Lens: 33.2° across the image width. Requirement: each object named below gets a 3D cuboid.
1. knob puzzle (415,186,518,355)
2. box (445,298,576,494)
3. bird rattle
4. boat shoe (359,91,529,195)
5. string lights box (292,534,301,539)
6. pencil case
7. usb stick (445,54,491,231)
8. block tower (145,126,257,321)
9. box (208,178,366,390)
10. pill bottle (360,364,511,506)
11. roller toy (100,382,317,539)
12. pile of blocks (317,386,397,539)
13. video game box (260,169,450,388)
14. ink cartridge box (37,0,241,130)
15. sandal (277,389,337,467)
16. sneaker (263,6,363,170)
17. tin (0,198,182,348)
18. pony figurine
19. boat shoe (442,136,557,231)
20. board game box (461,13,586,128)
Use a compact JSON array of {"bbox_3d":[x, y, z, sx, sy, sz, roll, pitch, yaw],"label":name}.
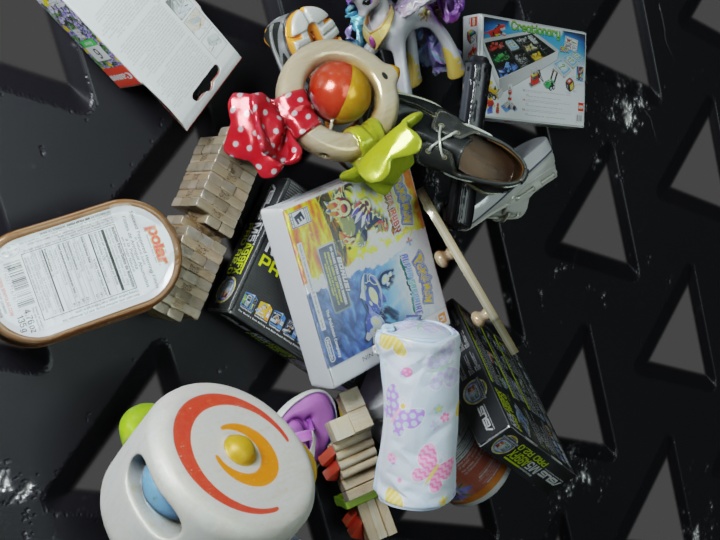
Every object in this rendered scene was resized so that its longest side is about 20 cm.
[{"bbox_3d":[0.102,-0.011,1.361,0.030,0.220,0.220,-30,115,5],"label":"knob puzzle"},{"bbox_3d":[0.163,0.147,1.412,0.044,0.201,0.160,-37,135,16],"label":"box"},{"bbox_3d":[-0.034,-0.157,1.227,0.199,0.113,0.164,14,67,-4],"label":"bird rattle"},{"bbox_3d":[0.093,-0.143,1.320,0.199,0.068,0.072,24,89,-17],"label":"boat shoe"},{"bbox_3d":[-0.146,0.329,1.239,0.199,0.059,0.103,11,100,-38],"label":"string lights box"},{"bbox_3d":[0.059,0.152,1.277,0.090,0.083,0.201,-4,103,-14],"label":"pencil case"},{"bbox_3d":[0.124,-0.145,1.391,0.055,0.032,0.201,-9,107,-78],"label":"usb stick"},{"bbox_3d":[-0.165,-0.044,1.231,0.054,0.058,0.201,32,74,-35],"label":"block tower"},{"bbox_3d":[-0.052,0.019,1.320,0.200,0.044,0.161,36,70,-34],"label":"box"},{"bbox_3d":[0.081,0.179,1.399,0.200,0.112,0.113,43,66,-30],"label":"pill bottle"},{"bbox_3d":[-0.141,0.208,1.156,0.199,0.140,0.183,29,33,-16],"label":"roller toy"},{"bbox_3d":[-0.017,0.221,1.345,0.062,0.082,0.201,-20,115,-19],"label":"pile of blocks"},{"bbox_3d":[0.000,0.000,1.296,0.182,0.047,0.201,-27,108,-38],"label":"video game box"},{"bbox_3d":[-0.218,-0.243,1.185,0.200,0.050,0.109,48,63,-31],"label":"ink cartridge box"},{"bbox_3d":[-0.083,0.215,1.306,0.203,0.050,0.083,-48,119,-28],"label":"sandal"},{"bbox_3d":[-0.039,-0.197,1.318,0.078,0.077,0.201,-41,122,-29],"label":"sneaker"},{"bbox_3d":[-0.263,0.002,1.130,0.199,0.042,0.113,-21,96,-23],"label":"tin"},{"bbox_3d":[0.057,-0.292,1.356,0.193,0.166,0.201,-44,133,-26],"label":"pony figurine"},{"bbox_3d":[0.180,-0.094,1.502,0.200,0.072,0.066,-42,111,-39],"label":"boat shoe"},{"bbox_3d":[0.211,-0.251,1.540,0.199,0.035,0.127,0,92,-39],"label":"board game box"}]
